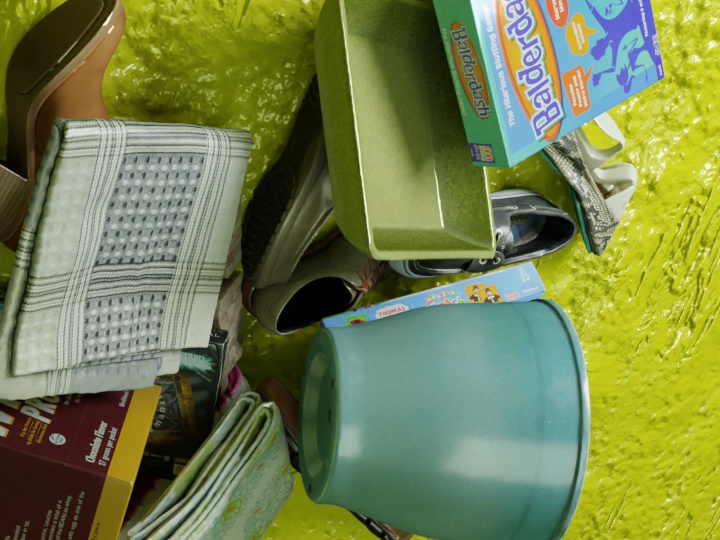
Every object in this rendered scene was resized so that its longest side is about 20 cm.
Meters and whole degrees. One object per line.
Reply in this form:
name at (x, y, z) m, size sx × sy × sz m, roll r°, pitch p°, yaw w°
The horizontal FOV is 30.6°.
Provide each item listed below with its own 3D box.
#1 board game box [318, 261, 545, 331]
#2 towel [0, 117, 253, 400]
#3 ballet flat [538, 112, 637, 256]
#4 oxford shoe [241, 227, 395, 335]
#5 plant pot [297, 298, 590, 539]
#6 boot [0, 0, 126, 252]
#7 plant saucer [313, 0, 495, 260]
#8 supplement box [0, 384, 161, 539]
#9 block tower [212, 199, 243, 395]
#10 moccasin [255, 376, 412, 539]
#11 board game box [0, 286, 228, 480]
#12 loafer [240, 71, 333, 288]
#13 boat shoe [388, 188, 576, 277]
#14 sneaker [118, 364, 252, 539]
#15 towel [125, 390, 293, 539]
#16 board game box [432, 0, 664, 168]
board game box at (0.053, 0.067, 1.168) m, size 0.198 × 0.037 × 0.152 m, roll -14°, pitch 152°, yaw -18°
towel at (-0.159, -0.005, 0.912) m, size 0.192 × 0.034 × 0.202 m, roll -5°, pitch 116°, yaw -57°
ballet flat at (0.201, -0.093, 1.162) m, size 0.075 × 0.068 × 0.201 m, roll -22°, pitch 128°, yaw 17°
oxford shoe at (0.000, 0.000, 1.117) m, size 0.199 × 0.075 × 0.071 m, roll -30°, pitch 125°, yaw -9°
plant pot at (0.053, 0.115, 1.029) m, size 0.186 × 0.201 × 0.202 m, roll 5°, pitch 117°, yaw -15°
boot at (-0.197, -0.096, 0.974) m, size 0.154 × 0.074 × 0.201 m, roll 30°, pitch 103°, yaw -43°
plant saucer at (0.029, -0.105, 1.004) m, size 0.199 × 0.047 × 0.202 m, roll -1°, pitch 83°, yaw -58°
supplement box at (-0.278, 0.172, 0.997) m, size 0.198 × 0.133 × 0.199 m, roll 17°, pitch 115°, yaw -7°
block tower at (-0.127, -0.002, 1.054) m, size 0.053 × 0.058 × 0.202 m, roll 10°, pitch 119°, yaw 13°
moccasin at (-0.012, 0.155, 1.137) m, size 0.201 × 0.074 × 0.078 m, roll 42°, pitch 75°, yaw -19°
board game box at (-0.212, 0.092, 1.047) m, size 0.198 × 0.028 × 0.137 m, roll 12°, pitch 115°, yaw -4°
loafer at (-0.033, -0.070, 1.059) m, size 0.067 × 0.076 × 0.201 m, roll 19°, pitch 108°, yaw -28°
boat shoe at (0.108, -0.032, 1.127) m, size 0.199 × 0.056 × 0.069 m, roll -16°, pitch 121°, yaw -42°
sneaker at (-0.150, 0.177, 1.144) m, size 0.200 × 0.081 × 0.088 m, roll -45°, pitch 126°, yaw 5°
towel at (-0.116, 0.203, 1.058) m, size 0.172 × 0.048 × 0.201 m, roll -50°, pitch 161°, yaw -24°
board game box at (0.152, -0.189, 1.038) m, size 0.199 × 0.045 × 0.154 m, roll -31°, pitch 115°, yaw -32°
